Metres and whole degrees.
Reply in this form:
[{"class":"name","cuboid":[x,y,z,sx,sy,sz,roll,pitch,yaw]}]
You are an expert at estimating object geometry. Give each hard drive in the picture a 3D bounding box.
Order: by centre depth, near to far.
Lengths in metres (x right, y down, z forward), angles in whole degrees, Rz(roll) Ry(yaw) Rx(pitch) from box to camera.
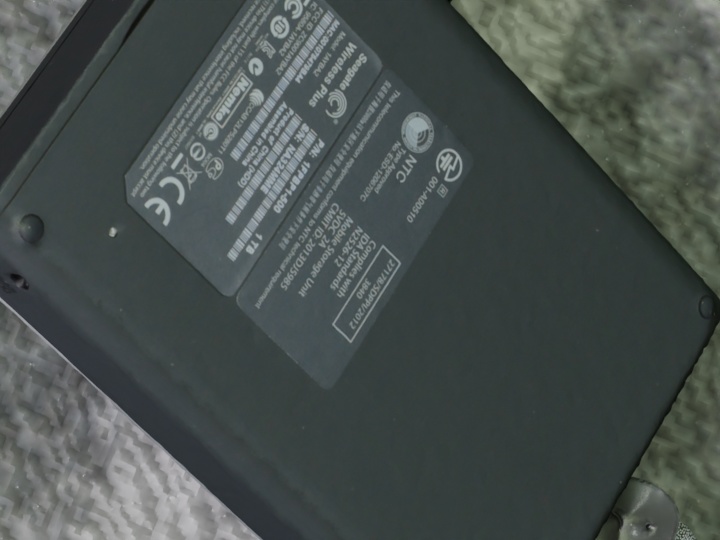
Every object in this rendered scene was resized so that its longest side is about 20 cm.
[{"class":"hard drive","cuboid":[0.000,0.000,0.763,0.200,0.033,0.140,45,63,-25]}]

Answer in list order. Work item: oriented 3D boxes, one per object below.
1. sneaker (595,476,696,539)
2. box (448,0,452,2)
[{"class":"sneaker","cuboid":[0.069,0.126,0.817,0.114,0.076,0.200,-40,63,-18]},{"class":"box","cuboid":[0.013,-0.165,0.837,0.086,0.200,0.164,20,74,-1]}]
